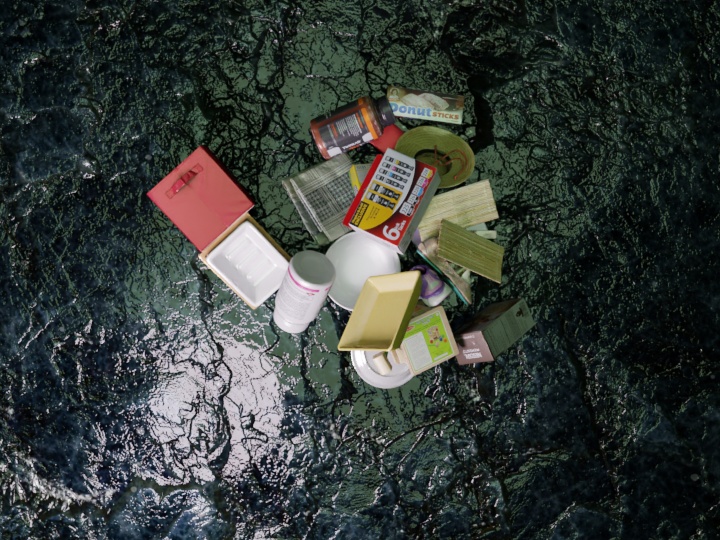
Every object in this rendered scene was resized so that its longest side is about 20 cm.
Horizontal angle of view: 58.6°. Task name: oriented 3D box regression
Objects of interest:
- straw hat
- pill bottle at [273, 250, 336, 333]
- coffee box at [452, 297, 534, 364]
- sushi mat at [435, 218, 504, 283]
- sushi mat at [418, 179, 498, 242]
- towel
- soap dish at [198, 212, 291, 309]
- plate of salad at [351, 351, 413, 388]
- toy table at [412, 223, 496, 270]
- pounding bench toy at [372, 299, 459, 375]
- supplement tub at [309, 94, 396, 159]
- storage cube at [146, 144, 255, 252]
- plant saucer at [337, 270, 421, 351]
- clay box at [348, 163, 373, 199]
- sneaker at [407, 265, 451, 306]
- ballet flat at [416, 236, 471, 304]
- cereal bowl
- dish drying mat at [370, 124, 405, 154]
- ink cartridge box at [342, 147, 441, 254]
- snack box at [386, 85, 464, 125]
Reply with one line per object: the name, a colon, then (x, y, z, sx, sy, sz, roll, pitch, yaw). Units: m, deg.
straw hat: (0.177, -0.257, 1.599, 0.200, 0.085, 0.202, 2, 63, -4)
pill bottle: (-0.141, 0.056, 1.549, 0.113, 0.114, 0.200, 24, 134, -5)
coffee box: (0.322, 0.148, 1.579, 0.200, 0.114, 0.080, -29, 96, -40)
sushi mat: (0.261, -0.046, 1.515, 0.199, 0.012, 0.096, 22, 70, -26)
sushi mat: (0.227, -0.143, 1.531, 0.199, 0.012, 0.096, -18, 92, -3)
towel: (-0.069, -0.182, 1.588, 0.199, 0.035, 0.193, -29, 87, -19)
soap dish: (-0.271, -0.026, 1.570, 0.157, 0.081, 0.200, -42, 118, 0)
plate of salad: (0.069, 0.200, 1.644, 0.199, 0.048, 0.202, 0, 92, -15)
toy table: (0.232, -0.091, 1.607, 0.199, 0.117, 0.185, -11, 94, -4)
pounding bench toy: (0.103, 0.171, 1.547, 0.199, 0.156, 0.125, -24, 99, -14)
supplement tub: (-0.016, -0.355, 1.564, 0.199, 0.107, 0.108, -21, 95, 10)
storage cube: (-0.370, -0.174, 1.529, 0.171, 0.200, 0.180, -42, 101, -1)
plant saucer: (0.055, 0.104, 1.473, 0.048, 0.199, 0.201, 35, 66, -29)
clay box: (0.051, -0.166, 1.580, 0.114, 0.048, 0.201, -8, 75, -23)
sneaker: (0.146, 0.025, 1.565, 0.080, 0.200, 0.089, -41, 105, -11)
ballet flat: (0.218, -0.003, 1.521, 0.067, 0.068, 0.200, -43, 110, 3)
cereal bowl: (0.000, 0.000, 1.614, 0.199, 0.083, 0.202, 0, 93, -3)
dish drying mat: (0.063, -0.341, 1.631, 0.200, 0.018, 0.077, 39, 91, -4)
ink cartridge box: (0.062, -0.167, 1.483, 0.175, 0.084, 0.201, 25, 85, 18)
snack box: (0.162, -0.418, 1.628, 0.198, 0.024, 0.072, 7, 94, -4)
